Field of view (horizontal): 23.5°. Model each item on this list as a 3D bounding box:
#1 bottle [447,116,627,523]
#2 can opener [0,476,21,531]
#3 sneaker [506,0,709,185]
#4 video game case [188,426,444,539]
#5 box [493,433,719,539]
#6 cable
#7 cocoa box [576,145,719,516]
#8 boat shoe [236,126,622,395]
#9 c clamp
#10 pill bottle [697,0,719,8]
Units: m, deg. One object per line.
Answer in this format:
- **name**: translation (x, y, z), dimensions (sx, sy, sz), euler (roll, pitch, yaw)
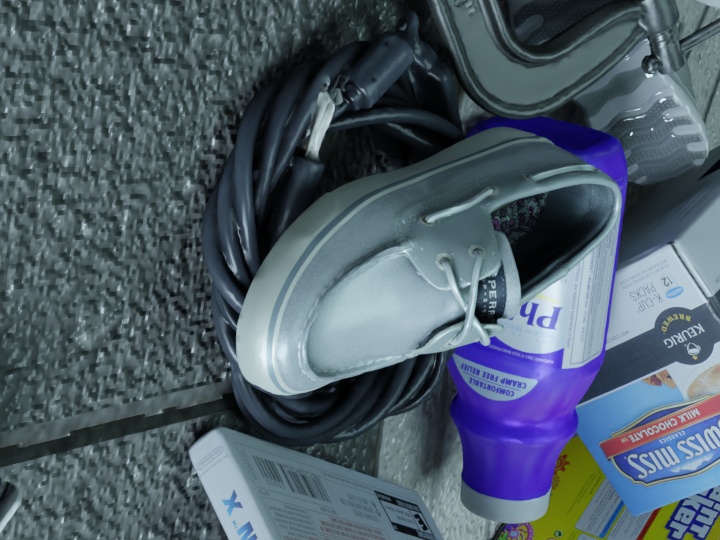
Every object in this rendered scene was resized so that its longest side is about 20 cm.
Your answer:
- **bottle**: translation (0.081, 0.027, 0.863), dimensions (0.065, 0.083, 0.202), euler (-24, 125, -52)
- **can opener**: translation (-0.179, 0.135, 0.542), dimensions (0.067, 0.053, 0.201), euler (46, 61, -20)
- **sneaker**: translation (0.120, -0.131, 0.884), dimensions (0.201, 0.074, 0.083), euler (58, 21, -46)
- **video game case**: translation (0.017, 0.163, 0.758), dimensions (0.022, 0.183, 0.200), euler (-36, 152, 13)
- **box**: translation (0.168, 0.206, 1.057), dimensions (0.200, 0.121, 0.194), euler (-51, 144, -32)
- **cable**: translation (0.000, 0.000, 0.748), dimensions (0.163, 0.050, 0.201), euler (-48, 142, -36)
- **cocoa box**: translation (0.205, 0.018, 0.965), dimensions (0.132, 0.133, 0.200), euler (56, 45, -4)
- **boat shoe**: translation (0.036, -0.005, 0.700), dimensions (0.200, 0.071, 0.071), euler (-31, 128, -41)
- **c clamp**: translation (0.096, -0.159, 0.776), dimensions (0.170, 0.027, 0.201), euler (-37, 123, -9)
- **pill bottle**: translation (0.218, -0.229, 0.915), dimensions (0.200, 0.110, 0.112), euler (-57, 148, -48)
